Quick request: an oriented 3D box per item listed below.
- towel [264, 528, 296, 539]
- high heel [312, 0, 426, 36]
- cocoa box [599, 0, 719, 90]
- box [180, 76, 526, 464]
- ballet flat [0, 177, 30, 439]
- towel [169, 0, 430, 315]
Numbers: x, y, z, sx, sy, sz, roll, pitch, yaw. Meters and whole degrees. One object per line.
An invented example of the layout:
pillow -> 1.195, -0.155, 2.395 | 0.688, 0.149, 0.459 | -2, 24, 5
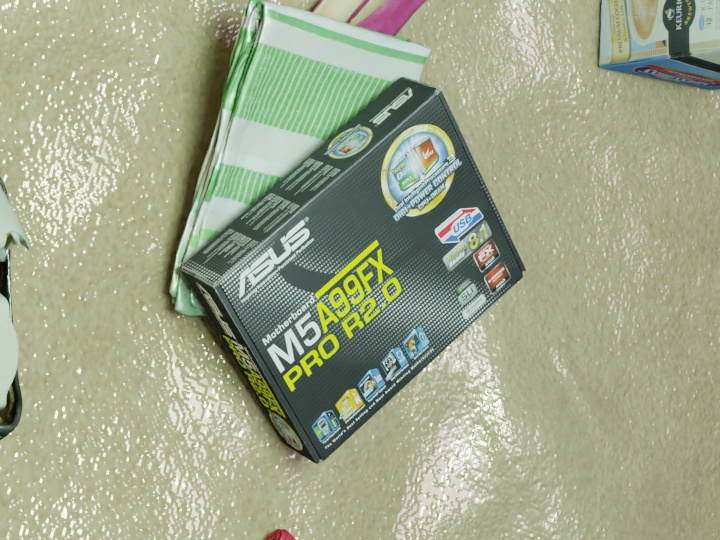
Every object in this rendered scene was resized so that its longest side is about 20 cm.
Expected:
towel -> -0.032, 0.282, 1.423 | 0.200, 0.022, 0.145 | 51, 57, -29
high heel -> 0.003, -0.198, 1.441 | 0.096, 0.067, 0.201 | 22, 87, -49
cocoa box -> 0.269, -0.245, 1.626 | 0.133, 0.131, 0.202 | 6, 84, -40
box -> 0.000, 0.000, 1.400 | 0.200, 0.044, 0.161 | -41, 126, -19
ballet flat -> -0.218, 0.002, 1.242 | 0.068, 0.068, 0.202 | -10, 95, -40
towel -> -0.037, -0.062, 1.392 | 0.152, 0.023, 0.202 | 9, 100, -40
